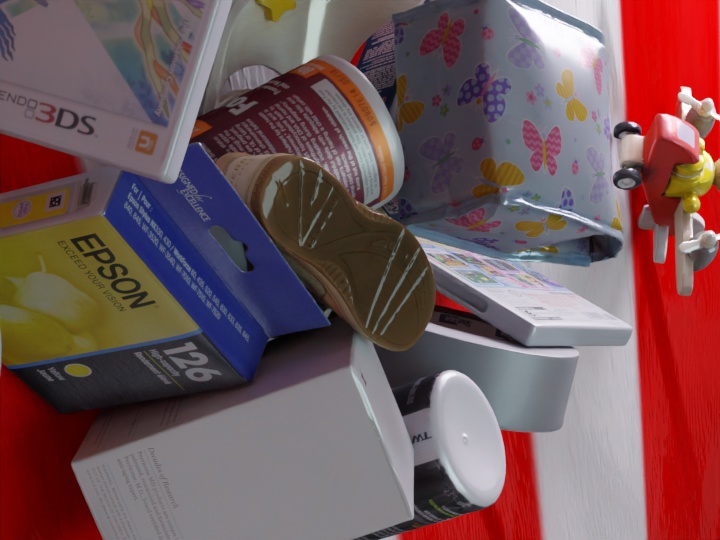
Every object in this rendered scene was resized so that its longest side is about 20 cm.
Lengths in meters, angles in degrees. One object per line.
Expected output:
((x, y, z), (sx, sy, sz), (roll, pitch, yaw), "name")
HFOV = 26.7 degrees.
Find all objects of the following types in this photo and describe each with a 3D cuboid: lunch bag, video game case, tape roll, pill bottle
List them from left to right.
((-0.155, -0.168, 0.846), (0.022, 0.181, 0.202), (24, 83, -72), "video game case")
((-0.079, -0.056, 1.033), (0.199, 0.114, 0.115), (-30, 129, -25), "pill bottle")
((0.003, 0.154, 1.164), (0.106, 0.199, 0.107), (37, 42, -42), "pill bottle")
((0.081, 0.076, 1.280), (0.200, 0.199, 0.067), (4, 100, -56), "tape roll")
((0.125, 0.016, 1.339), (0.199, 0.181, 0.024), (4, 114, -56), "video game case")
((0.119, -0.098, 1.129), (0.199, 0.126, 0.172), (11, 73, -46), "lunch bag")

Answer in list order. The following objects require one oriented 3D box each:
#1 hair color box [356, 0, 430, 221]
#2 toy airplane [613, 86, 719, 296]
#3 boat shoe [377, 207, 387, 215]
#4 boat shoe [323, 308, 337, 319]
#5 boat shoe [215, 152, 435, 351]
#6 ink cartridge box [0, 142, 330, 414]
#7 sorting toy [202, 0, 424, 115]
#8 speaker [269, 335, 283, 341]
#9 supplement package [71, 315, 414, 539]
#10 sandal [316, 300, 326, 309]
((0.049, -0.148, 1.202), (0.100, 0.060, 0.201), (48, 47, -34), "hair color box")
((0.364, -0.091, 1.685), (0.199, 0.140, 0.202), (-44, 126, -66), "toy airplane")
((0.006, -0.065, 1.230), (0.075, 0.068, 0.202), (-43, 136, -38), "boat shoe")
((0.000, 0.000, 1.148), (0.067, 0.200, 0.073), (-11, 81, -19), "boat shoe")
((-0.019, -0.017, 0.981), (0.072, 0.064, 0.200), (-57, 135, -14), "boat shoe")
((-0.146, 0.015, 0.927), (0.198, 0.198, 0.047), (55, 32, -49), "ink cartridge box")
((-0.049, -0.185, 1.081), (0.199, 0.106, 0.182), (-7, 122, -54), "sorting toy")
((-0.105, 0.135, 1.137), (0.081, 0.081, 0.202), (0, 103, -56), "speaker")
((-0.074, 0.126, 1.026), (0.117, 0.198, 0.118), (-80, 149, -74), "supplement package")
((-0.091, 0.032, 1.048), (0.076, 0.198, 0.043), (-124, -169, -87), "sandal")
